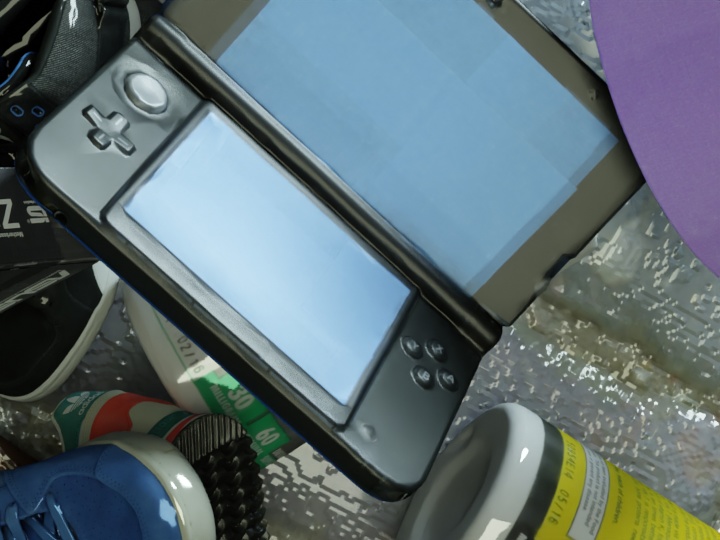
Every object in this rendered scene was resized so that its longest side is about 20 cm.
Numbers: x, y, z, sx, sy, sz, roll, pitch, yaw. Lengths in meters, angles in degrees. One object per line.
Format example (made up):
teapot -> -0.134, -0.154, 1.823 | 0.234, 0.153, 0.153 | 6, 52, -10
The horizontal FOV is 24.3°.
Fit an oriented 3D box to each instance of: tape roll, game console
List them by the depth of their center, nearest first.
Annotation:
game console -> -0.001, -0.043, 0.654 | 0.200, 0.171, 0.118 | 42, 126, -7
tape roll -> 0.178, -0.093, 0.735 | 0.066, 0.200, 0.200 | -20, 105, 33

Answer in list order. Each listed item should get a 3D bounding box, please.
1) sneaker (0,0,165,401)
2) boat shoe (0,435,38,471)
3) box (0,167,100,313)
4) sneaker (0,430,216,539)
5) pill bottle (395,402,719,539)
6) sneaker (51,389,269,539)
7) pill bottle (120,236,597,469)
sneaker -> -0.154, -0.042, 0.744 | 0.073, 0.112, 0.200 | 20, 92, 28
boat shoe -> -0.114, 0.135, 0.811 | 0.072, 0.076, 0.200 | -46, 109, -4
box -> -0.228, 0.016, 0.667 | 0.200, 0.161, 0.049 | -25, 83, 28
sneaker -> -0.152, 0.119, 0.661 | 0.111, 0.200, 0.077 | -22, 97, -45
pill bottle -> 0.124, 0.161, 0.818 | 0.200, 0.114, 0.114 | 32, 95, -11
sneaker -> -0.093, 0.136, 0.752 | 0.093, 0.070, 0.200 | 18, 128, 30
pill bottle -> 0.000, 0.000, 0.774 | 0.200, 0.113, 0.113 | -31, 102, 0
